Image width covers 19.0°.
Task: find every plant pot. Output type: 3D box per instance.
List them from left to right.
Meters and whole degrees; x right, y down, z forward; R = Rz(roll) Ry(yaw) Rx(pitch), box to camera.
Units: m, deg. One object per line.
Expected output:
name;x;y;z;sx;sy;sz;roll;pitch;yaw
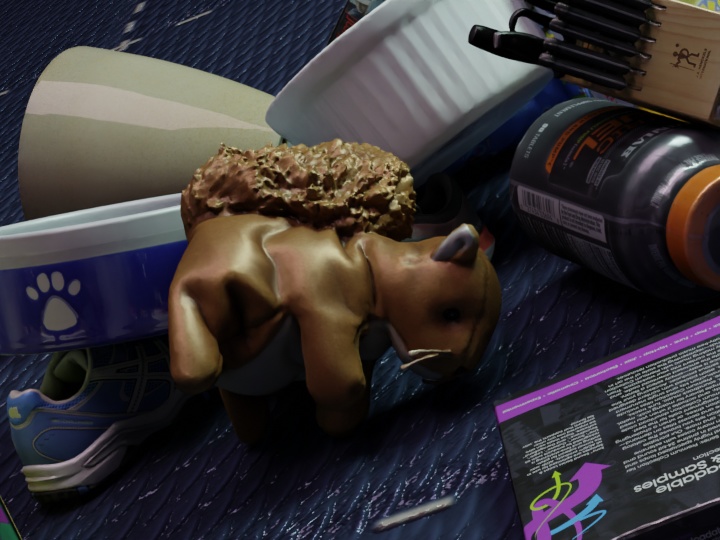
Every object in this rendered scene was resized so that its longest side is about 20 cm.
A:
plant pot;-0.134;-0.081;1.686;0.199;0.188;0.187;4;31;26

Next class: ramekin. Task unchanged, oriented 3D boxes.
ramekin;0.041;-0.126;1.487;0.200;0.098;0.200;-37;-4;-3

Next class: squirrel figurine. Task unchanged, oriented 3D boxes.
squirrel figurine;-0.011;-0.003;1.306;0.186;0.142;0.201;-12;62;11

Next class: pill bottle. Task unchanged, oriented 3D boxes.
pill bottle;0.178;-0.041;1.298;0.106;0.107;0.200;-29;21;-15

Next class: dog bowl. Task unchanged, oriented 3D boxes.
dog bowl;-0.160;-0.002;1.440;0.199;0.079;0.200;-10;5;1

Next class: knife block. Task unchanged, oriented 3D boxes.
knife block;0.162;-0.136;1.308;0.175;0.064;0.200;22;6;30

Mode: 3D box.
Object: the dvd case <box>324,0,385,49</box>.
dvd case;0.024;-0.205;1.693;0.146;0.022;0.200;-41;-12;-35

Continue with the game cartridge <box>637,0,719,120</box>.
game cartridge;0.247;-0.157;1.410;0.176;0.200;0.032;-32;-13;-21

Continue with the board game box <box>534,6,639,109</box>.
board game box;0.231;-0.183;1.463;0.200;0.200;0.041;-30;-8;-20

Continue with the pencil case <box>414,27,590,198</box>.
pencil case;0.081;-0.112;1.626;0.199;0.078;0.087;-27;-4;-8

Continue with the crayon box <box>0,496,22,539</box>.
crayon box;-0.307;0.096;1.356;0.058;0.201;0.172;-34;22;-28

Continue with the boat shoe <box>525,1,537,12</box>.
boat shoe;0.085;-0.198;1.648;0.200;0.074;0.069;-34;-22;24

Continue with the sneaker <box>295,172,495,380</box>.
sneaker;0.000;0.000;1.429;0.200;0.082;0.077;-37;23;-32

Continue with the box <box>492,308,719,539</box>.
box;0.146;0.094;1.097;0.142;0.036;0.200;-22;19;7

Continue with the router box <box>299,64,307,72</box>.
router box;0.009;-0.138;1.812;0.149;0.051;0.200;-18;22;16

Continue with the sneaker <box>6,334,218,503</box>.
sneaker;-0.157;0.072;1.431;0.075;0.077;0.200;-9;22;39
